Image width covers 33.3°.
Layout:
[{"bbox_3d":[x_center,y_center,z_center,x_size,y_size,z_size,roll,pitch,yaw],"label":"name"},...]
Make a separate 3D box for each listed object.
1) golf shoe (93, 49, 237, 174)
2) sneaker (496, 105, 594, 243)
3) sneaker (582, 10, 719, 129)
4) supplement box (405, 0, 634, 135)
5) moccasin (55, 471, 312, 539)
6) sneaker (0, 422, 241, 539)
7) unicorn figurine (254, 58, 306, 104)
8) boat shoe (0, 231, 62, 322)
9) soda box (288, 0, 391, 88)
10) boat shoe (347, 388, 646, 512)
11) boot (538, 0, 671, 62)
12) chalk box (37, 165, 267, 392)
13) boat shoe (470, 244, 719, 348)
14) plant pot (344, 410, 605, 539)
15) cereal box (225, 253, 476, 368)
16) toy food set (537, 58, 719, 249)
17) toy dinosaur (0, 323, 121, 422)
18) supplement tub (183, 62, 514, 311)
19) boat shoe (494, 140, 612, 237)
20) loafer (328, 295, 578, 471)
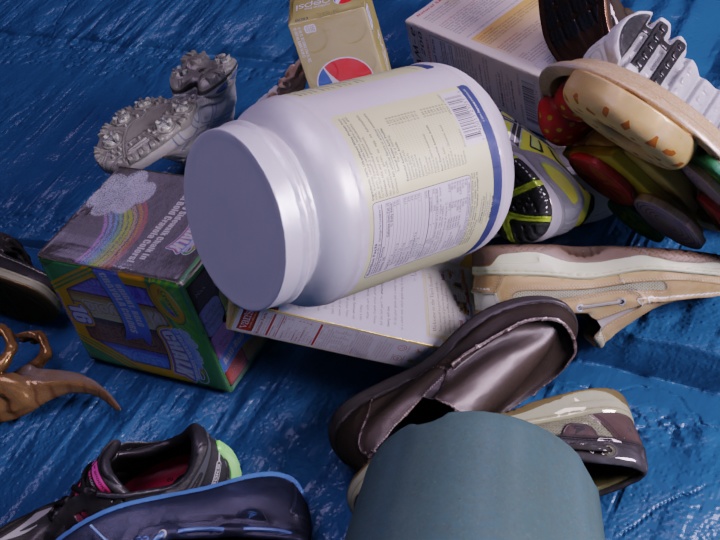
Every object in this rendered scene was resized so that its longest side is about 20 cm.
[{"bbox_3d":[-0.178,-0.131,1.176,0.078,0.098,0.200,15,42,27],"label":"golf shoe"},{"bbox_3d":[0.106,-0.091,0.960,0.076,0.076,0.200,-2,43,-38],"label":"sneaker"},{"bbox_3d":[0.252,-0.112,0.953,0.075,0.200,0.081,-46,11,-26],"label":"sneaker"},{"bbox_3d":[0.157,-0.215,1.162,0.126,0.074,0.200,-37,45,-21],"label":"supplement box"},{"bbox_3d":[-0.130,0.192,0.816,0.199,0.081,0.068,-22,34,-3],"label":"moccasin"},{"bbox_3d":[-0.186,0.164,0.867,0.199,0.084,0.077,-25,40,-7],"label":"sneaker"},{"bbox_3d":[-0.109,-0.107,1.120,0.200,0.074,0.137,-44,16,-18],"label":"unicorn figurine"},{"bbox_3d":[-0.341,-0.005,1.122,0.200,0.072,0.066,10,53,35],"label":"boat shoe"},{"bbox_3d":[-0.004,-0.155,1.060,0.067,0.201,0.064,-11,41,9],"label":"soda box"},{"bbox_3d":[0.092,0.137,0.793,0.199,0.072,0.066,-17,39,-4],"label":"boat shoe"},{"bbox_3d":[0.220,-0.201,1.055,0.096,0.202,0.074,-5,-15,-44],"label":"boot"},{"bbox_3d":[-0.137,0.008,0.993,0.199,0.124,0.125,11,47,29],"label":"chalk box"},{"bbox_3d":[0.182,0.020,0.908,0.198,0.077,0.072,0,-1,1],"label":"boat shoe"},{"bbox_3d":[0.061,0.197,0.670,0.198,0.201,0.197,-5,35,15],"label":"plant pot"},{"bbox_3d":[0.000,0.000,0.923,0.198,0.040,0.145,14,48,-14],"label":"cereal box"},{"bbox_3d":[0.208,-0.080,0.878,0.049,0.198,0.200,-52,16,-5],"label":"toy food set"},{"bbox_3d":[-0.281,0.097,1.013,0.198,0.060,0.107,-15,65,12],"label":"toy dinosaur"},{"bbox_3d":[-0.007,-0.059,0.839,0.199,0.146,0.145,-19,35,-35],"label":"supplement tub"},{"bbox_3d":[0.120,-0.072,1.024,0.200,0.072,0.061,-5,41,6],"label":"boat shoe"},{"bbox_3d":[0.075,0.093,0.854,0.199,0.073,0.071,-33,29,-1],"label":"loafer"}]
